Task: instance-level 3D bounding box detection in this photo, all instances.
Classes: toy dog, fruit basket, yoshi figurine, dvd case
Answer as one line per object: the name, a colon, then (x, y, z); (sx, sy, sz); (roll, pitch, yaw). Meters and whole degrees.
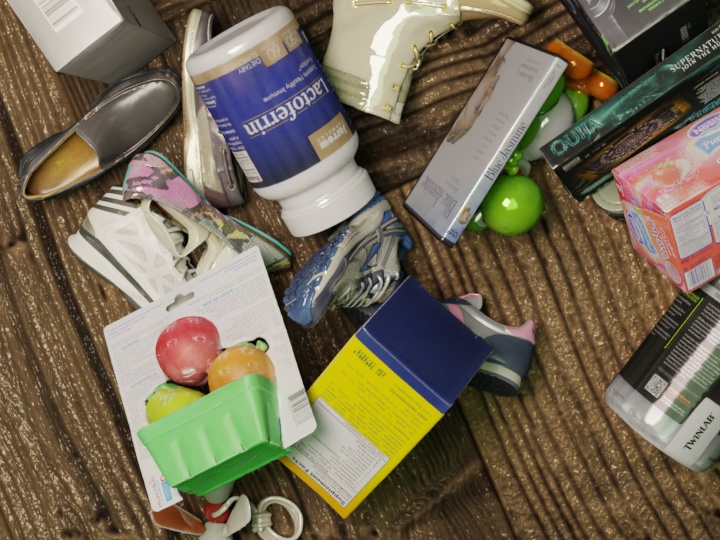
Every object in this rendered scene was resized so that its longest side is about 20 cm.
toy dog: (-0.149, 0.214, 1.372); (0.131, 0.096, 0.201); (-21, 90, 9)
fruit basket: (-0.143, 0.102, 1.290); (0.185, 0.094, 0.201); (-28, 57, 14)
yoshi figurine: (0.170, -0.111, 1.307); (0.112, 0.112, 0.200); (35, 100, -3)
dvd case: (0.114, -0.126, 1.296); (0.017, 0.143, 0.201); (29, 98, -20)

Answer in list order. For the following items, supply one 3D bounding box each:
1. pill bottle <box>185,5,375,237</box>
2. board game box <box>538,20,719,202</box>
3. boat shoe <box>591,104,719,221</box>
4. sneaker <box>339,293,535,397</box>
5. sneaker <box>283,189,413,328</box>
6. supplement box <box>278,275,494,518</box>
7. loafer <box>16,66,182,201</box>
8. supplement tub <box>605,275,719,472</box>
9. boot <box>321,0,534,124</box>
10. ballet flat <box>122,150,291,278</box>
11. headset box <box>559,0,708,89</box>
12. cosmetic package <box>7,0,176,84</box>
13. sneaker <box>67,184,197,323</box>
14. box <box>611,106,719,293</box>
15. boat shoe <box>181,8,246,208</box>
pill bottle: (-0.072, -0.139, 1.303); (0.115, 0.116, 0.201); (-27, 107, 8)
board game box: (0.259, -0.140, 1.219); (0.200, 0.135, 0.028); (-35, 72, 9)
boat shoe: (0.301, -0.132, 1.311); (0.201, 0.061, 0.072); (-48, 62, 5)
sneaker: (0.079, 0.052, 1.358); (0.199, 0.070, 0.082); (25, 71, 9)
sneaker: (0.000, 0.000, 1.298); (0.085, 0.200, 0.077); (45, 131, -7)
supplement box: (0.015, 0.121, 1.297); (0.109, 0.110, 0.200); (41, 128, 3)
loafer: (-0.259, -0.129, 1.369); (0.200, 0.072, 0.073); (-36, 110, 11)
supplement tub: (0.334, 0.079, 1.287); (0.122, 0.123, 0.200); (36, 98, 4)
boot: (0.059, -0.218, 1.330); (0.199, 0.072, 0.156); (14, 95, 12)
ballet flat: (-0.155, -0.036, 1.333); (0.200, 0.069, 0.071); (38, 65, -31)
headset box: (0.229, -0.261, 1.230); (0.093, 0.174, 0.201); (-34, 73, 9)
cosmetic package: (-0.258, -0.246, 1.307); (0.090, 0.200, 0.107); (-36, 91, 10)
sneaker: (-0.190, -0.014, 1.373); (0.200, 0.076, 0.116); (37, 99, 6)
box: (0.344, -0.084, 1.247); (0.199, 0.095, 0.103); (-30, 127, -7)
boat shoe: (-0.143, -0.159, 1.364); (0.064, 0.072, 0.201); (0, 97, 2)
